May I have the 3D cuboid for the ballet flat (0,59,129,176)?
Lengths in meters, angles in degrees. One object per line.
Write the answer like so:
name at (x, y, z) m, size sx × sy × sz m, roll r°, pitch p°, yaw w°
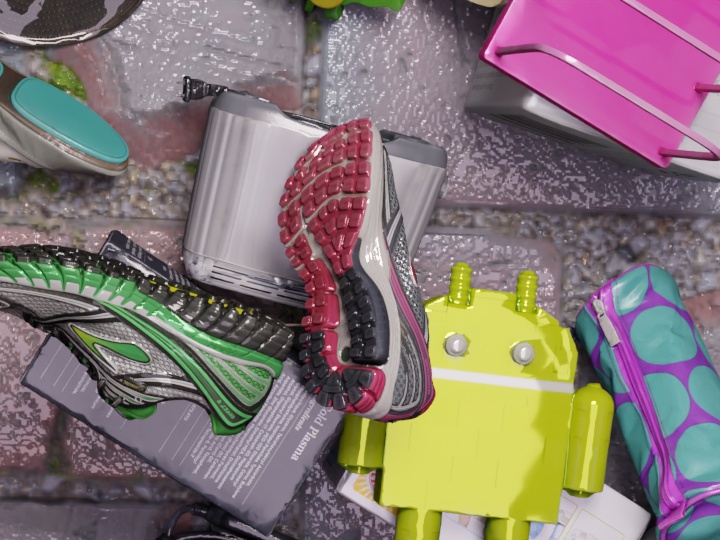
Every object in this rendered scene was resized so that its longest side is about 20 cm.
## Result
ballet flat at (-0.252, -0.113, 1.144) m, size 0.199 × 0.067 × 0.064 m, roll 35°, pitch 118°, yaw -7°

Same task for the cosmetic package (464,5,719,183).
cosmetic package at (0.190, -0.179, 1.127) m, size 0.164 × 0.165 × 0.201 m, roll 17°, pitch 93°, yaw -12°

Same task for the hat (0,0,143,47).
hat at (-0.211, -0.251, 1.119) m, size 0.199 × 0.081 × 0.202 m, roll -1°, pitch 96°, yaw -7°

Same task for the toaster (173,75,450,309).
toaster at (-0.043, -0.046, 1.141) m, size 0.198 × 0.114 × 0.130 m, roll 14°, pitch 95°, yaw -9°

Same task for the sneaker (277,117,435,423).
sneaker at (0.000, 0.000, 1.036) m, size 0.074 × 0.080 × 0.201 m, roll 22°, pitch 56°, yaw -44°

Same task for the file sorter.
file sorter at (0.190, -0.179, 0.979) m, size 0.138 × 0.125 × 0.201 m, roll 29°, pitch 90°, yaw -12°

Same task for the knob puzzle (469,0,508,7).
knob puzzle at (0.078, -0.276, 1.115) m, size 0.030 × 0.219 × 0.222 m, roll -12°, pitch 98°, yaw -43°

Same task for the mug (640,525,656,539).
mug at (0.238, 0.278, 1.195) m, size 0.175 × 0.148 × 0.200 m, roll -36°, pitch 130°, yaw -2°

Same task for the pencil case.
pencil case at (0.210, 0.096, 1.146) m, size 0.092 × 0.201 × 0.085 m, roll 21°, pitch 128°, yaw -38°

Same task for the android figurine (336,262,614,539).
android figurine at (0.077, 0.097, 1.094) m, size 0.181 × 0.041 × 0.202 m, roll 9°, pitch 90°, yaw -8°

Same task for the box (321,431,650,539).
box at (0.084, 0.154, 1.171) m, size 0.199 × 0.112 × 0.102 m, roll 32°, pitch 88°, yaw -8°

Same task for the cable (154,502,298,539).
cable at (-0.075, 0.267, 1.194) m, size 0.199 × 0.051 × 0.164 m, roll 24°, pitch 92°, yaw -9°

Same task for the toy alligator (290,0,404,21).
toy alligator at (-0.062, -0.226, 1.155) m, size 0.199 × 0.059 × 0.054 m, roll 32°, pitch 131°, yaw -8°

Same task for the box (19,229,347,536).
box at (-0.115, 0.068, 1.097) m, size 0.181 × 0.200 × 0.105 m, roll 32°, pitch 89°, yaw -7°

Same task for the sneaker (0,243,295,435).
sneaker at (-0.142, 0.040, 0.952) m, size 0.199 × 0.078 × 0.086 m, roll 20°, pitch 92°, yaw -8°
